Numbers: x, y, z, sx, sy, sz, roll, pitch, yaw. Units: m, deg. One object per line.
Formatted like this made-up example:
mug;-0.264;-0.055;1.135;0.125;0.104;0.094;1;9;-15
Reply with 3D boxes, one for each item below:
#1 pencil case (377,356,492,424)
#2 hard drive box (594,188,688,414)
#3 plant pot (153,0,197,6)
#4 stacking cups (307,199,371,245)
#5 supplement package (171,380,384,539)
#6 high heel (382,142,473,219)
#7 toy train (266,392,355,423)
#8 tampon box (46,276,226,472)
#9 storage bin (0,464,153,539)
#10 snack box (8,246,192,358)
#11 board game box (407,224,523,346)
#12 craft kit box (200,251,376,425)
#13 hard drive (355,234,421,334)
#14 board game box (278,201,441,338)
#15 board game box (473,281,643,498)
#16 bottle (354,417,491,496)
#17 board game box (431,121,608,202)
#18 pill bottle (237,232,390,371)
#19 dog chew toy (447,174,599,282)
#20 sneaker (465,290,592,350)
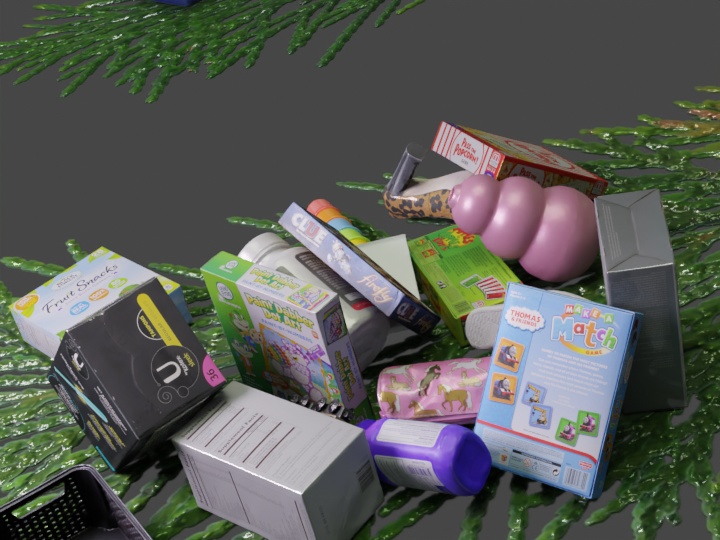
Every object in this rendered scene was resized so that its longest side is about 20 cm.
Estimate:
pencil case;0.121;0.143;1.583;0.199;0.087;0.083;-8;-9;9
hard drive box;0.318;0.034;1.561;0.076;0.201;0.156;-7;34;9
plant pot;-0.383;-0.666;2.875;0.199;0.180;0.200;17;45;38
stacking cups;-0.028;-0.042;1.943;0.060;0.061;0.200;-22;29;-12
supplement package;-0.091;0.219;1.519;0.199;0.114;0.110;16;45;37
high heel;0.126;-0.082;1.952;0.200;0.143;0.071;36;53;7
toy train;-0.067;0.170;1.597;0.200;0.034;0.046;-4;56;58
tampon box;-0.264;0.126;1.607;0.126;0.150;0.200;-33;-6;-26
storage bin;-0.300;0.315;1.474;0.135;0.094;0.200;-29;35;-21
snack box;-0.359;0.059;1.897;0.168;0.068;0.200;-37;38;-30
board game box;0.137;0.013;1.799;0.101;0.048;0.200;-20;34;-9
craft kit box;-0.085;0.088;1.634;0.199;0.198;0.048;19;45;40
hard drive;-0.025;0.033;1.802;0.199;0.027;0.132;-13;60;2
board game box;0.000;0.000;1.722;0.200;0.135;0.035;40;94;25
board game box;0.208;0.126;1.483;0.151;0.201;0.037;15;4;31
bottle;0.046;0.201;1.519;0.199;0.084;0.065;0;54;42
board game box;0.220;-0.144;1.906;0.199;0.047;0.151;10;17;-37
pill bottle;-0.067;0.040;1.725;0.111;0.111;0.200;-34;59;-28
dog chew toy;0.208;-0.063;1.767;0.199;0.125;0.125;19;34;-9
sneaker;0.233;0.061;1.617;0.118;0.074;0.200;0;-2;-42
